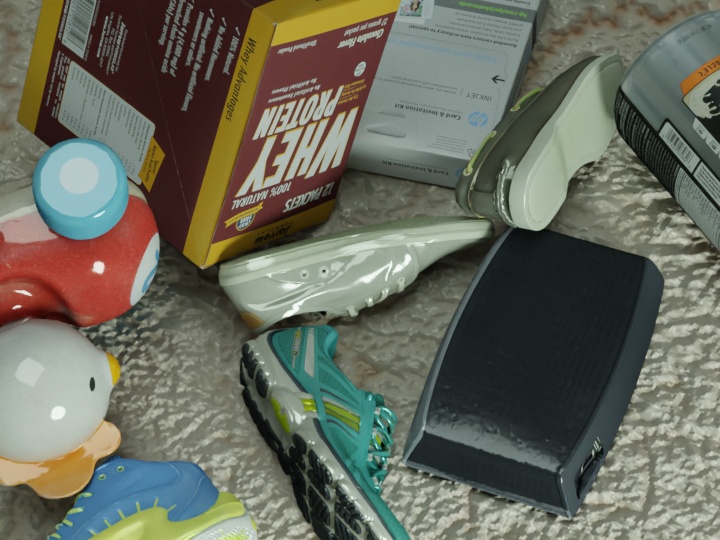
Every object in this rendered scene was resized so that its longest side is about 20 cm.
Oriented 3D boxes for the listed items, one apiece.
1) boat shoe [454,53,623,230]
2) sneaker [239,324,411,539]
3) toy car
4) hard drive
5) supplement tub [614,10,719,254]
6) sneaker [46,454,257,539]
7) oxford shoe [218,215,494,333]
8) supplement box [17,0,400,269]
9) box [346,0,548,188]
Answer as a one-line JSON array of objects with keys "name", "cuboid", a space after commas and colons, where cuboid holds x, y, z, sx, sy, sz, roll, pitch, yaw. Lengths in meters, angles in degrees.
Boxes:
[{"name": "boat shoe", "cuboid": [0.132, -0.098, 1.424, 0.060, 0.072, 0.202, 7, 36, 28]}, {"name": "sneaker", "cuboid": [-0.010, 0.110, 1.300, 0.079, 0.078, 0.200, -17, 55, -18]}, {"name": "toy car", "cuboid": [-0.199, 0.050, 1.306, 0.176, 0.184, 0.201, -17, 72, -9]}, {"name": "hard drive", "cuboid": [0.118, 0.058, 1.342, 0.134, 0.042, 0.201, 17, 58, 16]}, {"name": "supplement tub", "cuboid": [0.274, -0.073, 1.375, 0.122, 0.123, 0.200, -27, 57, -14]}, {"name": "sneaker", "cuboid": [-0.169, 0.181, 1.269, 0.199, 0.076, 0.105, -18, 43, -17]}, {"name": "oxford shoe", "cuboid": [0.000, 0.000, 1.387, 0.199, 0.075, 0.058, -14, 94, -17]}, {"name": "supplement box", "cuboid": [-0.108, -0.148, 1.389, 0.200, 0.198, 0.133, 37, 37, 25]}, {"name": "box", "cuboid": [0.045, -0.159, 1.503, 0.155, 0.041, 0.201, 11, 55, 12]}]
